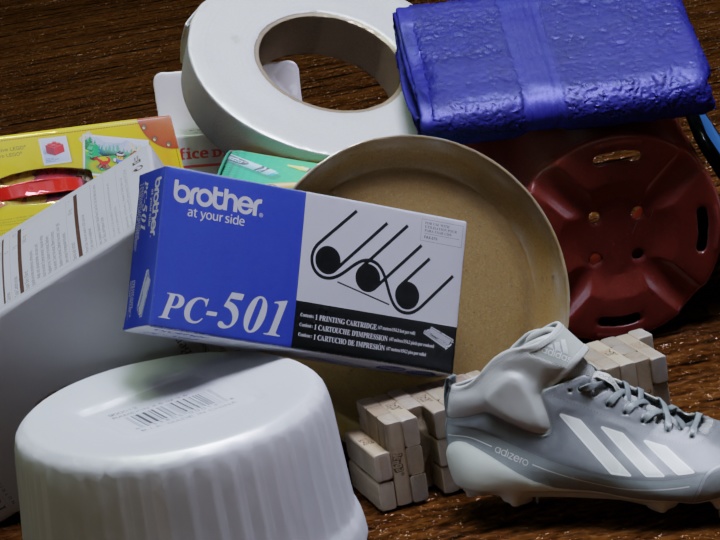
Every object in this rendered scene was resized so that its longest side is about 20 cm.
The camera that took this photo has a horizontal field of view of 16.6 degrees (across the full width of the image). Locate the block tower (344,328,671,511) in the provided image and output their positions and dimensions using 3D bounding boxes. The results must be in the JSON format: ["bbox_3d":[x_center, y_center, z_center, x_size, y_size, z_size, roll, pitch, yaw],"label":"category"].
[{"bbox_3d":[0.093,0.088,1.477,0.199,0.054,0.058,-14,18,-17],"label":"block tower"}]

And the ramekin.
[{"bbox_3d":[-0.100,0.119,1.393,0.199,0.098,0.201,-8,17,2],"label":"ramekin"}]

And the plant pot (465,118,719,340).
[{"bbox_3d":[0.154,-0.058,1.723,0.199,0.202,0.195,-11,24,-7],"label":"plant pot"}]

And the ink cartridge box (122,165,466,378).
[{"bbox_3d":[-0.036,0.003,1.451,0.199,0.095,0.044,9,-10,-26],"label":"ink cartridge box"}]

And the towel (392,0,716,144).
[{"bbox_3d":[0.126,-0.134,1.649,0.198,0.050,0.148,-7,39,-2],"label":"towel"}]

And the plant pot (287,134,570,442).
[{"bbox_3d":[0.030,0.017,1.526,0.199,0.202,0.027,-13,-6,-15],"label":"plant pot"}]

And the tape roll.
[{"bbox_3d":[-0.025,-0.131,1.696,0.201,0.037,0.204,8,43,-7],"label":"tape roll"}]

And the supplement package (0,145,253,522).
[{"bbox_3d":[-0.178,0.040,1.523,0.199,0.122,0.120,-32,25,5],"label":"supplement package"}]

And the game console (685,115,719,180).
[{"bbox_3d":[0.313,-0.066,1.743,0.174,0.117,0.200,-1,17,3],"label":"game console"}]

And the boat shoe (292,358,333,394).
[{"bbox_3d":[-0.107,0.090,1.571,0.199,0.072,0.076,-9,25,36],"label":"boat shoe"}]

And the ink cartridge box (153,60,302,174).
[{"bbox_3d":[-0.093,-0.041,1.732,0.116,0.202,0.067,-5,6,13],"label":"ink cartridge box"}]

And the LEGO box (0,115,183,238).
[{"bbox_3d":[-0.232,-0.034,1.648,0.199,0.078,0.149,-9,-12,-26],"label":"LEGO box"}]

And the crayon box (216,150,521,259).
[{"bbox_3d":[0.000,0.000,1.610,0.198,0.120,0.058,10,23,3],"label":"crayon box"}]

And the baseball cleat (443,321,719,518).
[{"bbox_3d":[0.142,0.082,1.377,0.198,0.107,0.070,-3,12,12],"label":"baseball cleat"}]
